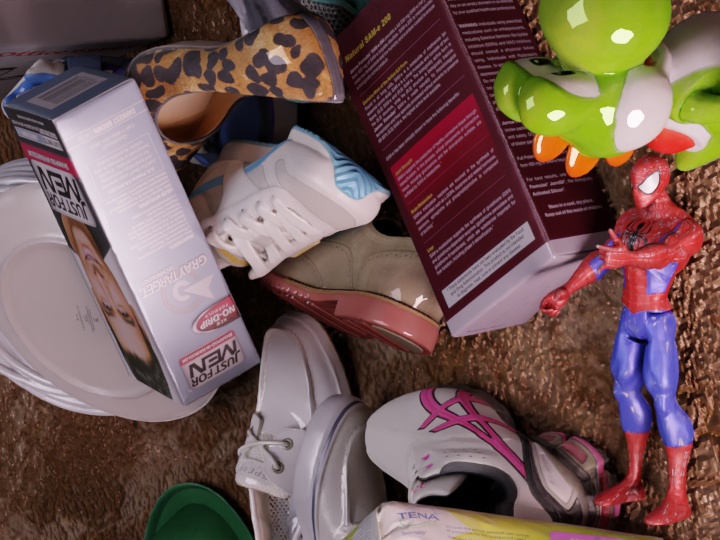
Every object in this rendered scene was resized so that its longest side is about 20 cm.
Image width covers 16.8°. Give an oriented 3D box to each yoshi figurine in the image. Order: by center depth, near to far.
[{"bbox_3d":[0.155,-0.111,1.166,0.112,0.200,0.112,-21,80,53],"label":"yoshi figurine"}]

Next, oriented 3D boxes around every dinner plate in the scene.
[{"bbox_3d":[-0.182,0.029,1.647,0.200,0.024,0.200,17,133,19],"label":"dinner plate"}]

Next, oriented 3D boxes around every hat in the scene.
[{"bbox_3d":[-0.167,0.258,1.690,0.200,0.176,0.166,60,138,25],"label":"hat"}]

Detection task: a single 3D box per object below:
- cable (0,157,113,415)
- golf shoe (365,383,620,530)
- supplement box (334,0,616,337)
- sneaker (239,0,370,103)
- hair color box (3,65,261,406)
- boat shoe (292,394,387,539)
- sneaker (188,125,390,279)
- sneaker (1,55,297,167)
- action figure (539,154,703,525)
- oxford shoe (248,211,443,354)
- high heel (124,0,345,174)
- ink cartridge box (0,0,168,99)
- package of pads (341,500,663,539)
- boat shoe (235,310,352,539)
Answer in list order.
[{"bbox_3d":[-0.204,0.014,1.716,0.200,0.069,0.200,38,137,0],"label":"cable"},{"bbox_3d":[0.057,0.115,1.436,0.200,0.092,0.073,15,110,52],"label":"golf shoe"},{"bbox_3d":[0.065,-0.076,1.408,0.109,0.061,0.200,-40,67,48],"label":"supplement box"},{"bbox_3d":[-0.052,-0.208,1.531,0.091,0.078,0.200,-44,72,44],"label":"sneaker"},{"bbox_3d":[-0.142,-0.023,1.517,0.099,0.061,0.200,20,137,63],"label":"hair color box"},{"bbox_3d":[0.003,0.177,1.547,0.070,0.071,0.200,13,109,35],"label":"boat shoe"},{"bbox_3d":[-0.049,-0.036,1.501,0.081,0.076,0.200,-57,19,-16],"label":"sneaker"},{"bbox_3d":[-0.151,-0.102,1.614,0.200,0.146,0.081,14,109,52],"label":"sneaker"},{"bbox_3d":[0.137,0.038,1.314,0.065,0.099,0.200,15,107,49],"label":"action figure"},{"bbox_3d":[0.000,0.000,1.525,0.200,0.070,0.075,17,79,55],"label":"oxford shoe"},{"bbox_3d":[-0.079,-0.091,1.488,0.143,0.071,0.200,49,135,29],"label":"high heel"},{"bbox_3d":[-0.251,-0.178,1.731,0.200,0.146,0.084,-14,85,53],"label":"ink cartridge box"},{"bbox_3d":[0.064,0.196,1.353,0.155,0.200,0.068,-49,40,46],"label":"package of pads"},{"bbox_3d":[-0.047,0.128,1.590,0.071,0.069,0.200,7,105,52],"label":"boat shoe"}]
